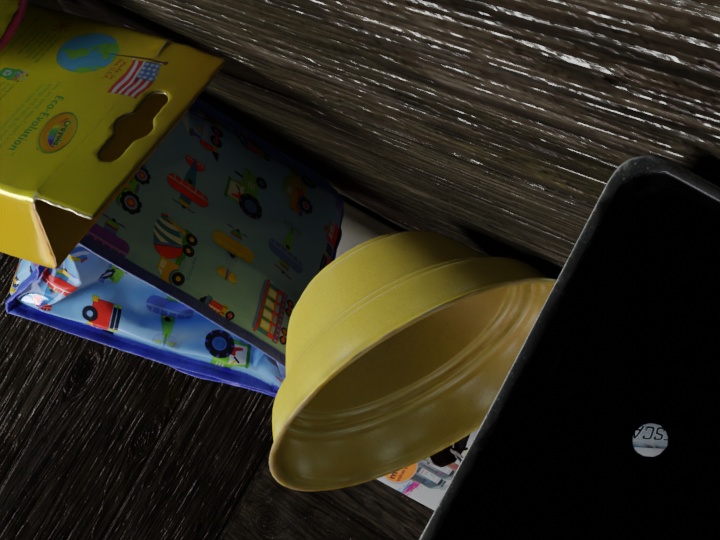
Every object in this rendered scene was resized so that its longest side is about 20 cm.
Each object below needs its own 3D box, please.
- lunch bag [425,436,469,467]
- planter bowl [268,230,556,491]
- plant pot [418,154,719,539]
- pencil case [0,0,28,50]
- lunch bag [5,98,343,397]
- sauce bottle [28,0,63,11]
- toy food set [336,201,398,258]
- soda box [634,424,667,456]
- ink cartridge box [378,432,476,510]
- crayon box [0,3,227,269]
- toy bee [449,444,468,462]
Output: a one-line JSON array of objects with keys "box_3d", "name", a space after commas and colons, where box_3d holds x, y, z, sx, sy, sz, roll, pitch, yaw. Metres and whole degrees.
[{"box_3d": [0.032, 0.109, 1.673, 0.164, 0.118, 0.200, 28, 159, 25], "name": "lunch bag"}, {"box_3d": [0.021, 0.036, 0.916, 0.084, 0.200, 0.200, 60, -170, 26], "name": "planter bowl"}, {"box_3d": [0.138, 0.094, 0.565, 0.199, 0.200, 0.177, 29, -174, 9], "name": "plant pot"}, {"box_3d": [-0.259, -0.167, 0.815, 0.200, 0.089, 0.088, 25, 174, 29], "name": "pencil case"}, {"box_3d": [-0.091, -0.018, 0.973, 0.200, 0.151, 0.094, 24, 138, -17], "name": "lunch bag"}, {"box_3d": [-0.252, -0.107, 0.949, 0.200, 0.065, 0.065, -29, 136, 32], "name": "sauce bottle"}, {"box_3d": [0.033, 0.017, 1.147, 0.143, 0.061, 0.200, 29, 175, 7], "name": "toy food set"}, {"box_3d": [0.176, 0.102, 1.168, 0.068, 0.064, 0.200, 30, 175, -11], "name": "soda box"}, {"box_3d": [0.081, 0.174, 1.869, 0.200, 0.145, 0.145, 32, -164, -31], "name": "ink cartridge box"}, {"box_3d": [-0.178, -0.075, 0.809, 0.199, 0.127, 0.051, 17, 141, 23], "name": "crayon box"}, {"box_3d": [0.064, 0.088, 1.482, 0.131, 0.109, 0.200, 33, 174, 40], "name": "toy bee"}]
